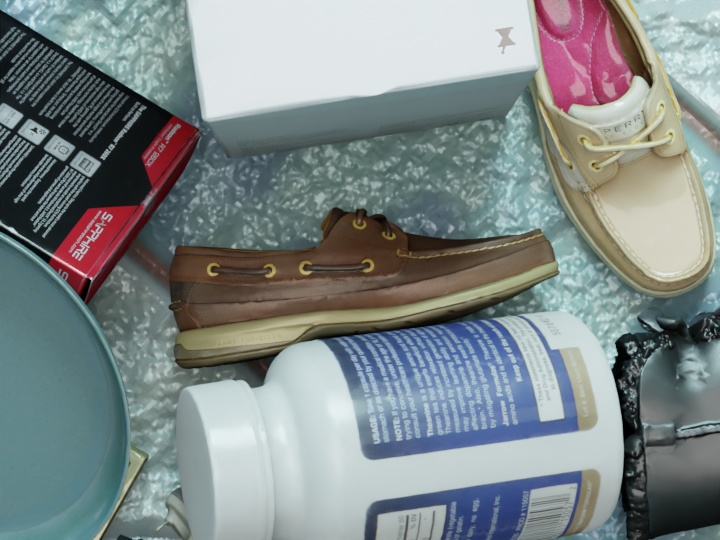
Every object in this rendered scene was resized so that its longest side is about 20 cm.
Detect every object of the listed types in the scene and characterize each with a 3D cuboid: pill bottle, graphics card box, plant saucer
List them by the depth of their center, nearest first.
[{"bbox_3d":[0.017,0.085,1.041,0.199,0.111,0.112,-6,88,-17],"label":"pill bottle"},{"bbox_3d":[-0.199,0.058,1.042,0.199,0.027,0.201,7,115,15],"label":"plant saucer"},{"bbox_3d":[-0.194,-0.070,1.067,0.199,0.051,0.126,31,47,0],"label":"graphics card box"}]

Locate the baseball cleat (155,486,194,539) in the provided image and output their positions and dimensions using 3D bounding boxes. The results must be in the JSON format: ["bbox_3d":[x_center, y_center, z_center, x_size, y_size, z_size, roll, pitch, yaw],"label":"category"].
[{"bbox_3d":[-0.006,0.164,1.093,0.106,0.070,0.200,-43,93,-15],"label":"baseball cleat"}]

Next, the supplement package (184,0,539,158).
[{"bbox_3d":[-0.007,-0.145,1.026,0.151,0.200,0.152,-9,88,-1],"label":"supplement package"}]

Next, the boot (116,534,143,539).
[{"bbox_3d":[-0.076,0.246,1.078,0.162,0.073,0.199,16,95,3],"label":"boot"}]

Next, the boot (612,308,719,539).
[{"bbox_3d":[0.210,0.112,1.074,0.161,0.073,0.199,-4,82,-3],"label":"boot"}]

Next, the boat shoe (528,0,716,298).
[{"bbox_3d":[0.123,-0.080,1.089,0.073,0.069,0.201,-26,88,-1],"label":"boat shoe"}]

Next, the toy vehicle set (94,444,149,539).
[{"bbox_3d":[-0.225,0.100,1.106,0.199,0.027,0.125,29,88,1],"label":"toy vehicle set"}]

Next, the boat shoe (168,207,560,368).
[{"bbox_3d":[0.000,0.000,1.086,0.199,0.072,0.068,-11,87,-1],"label":"boat shoe"}]
